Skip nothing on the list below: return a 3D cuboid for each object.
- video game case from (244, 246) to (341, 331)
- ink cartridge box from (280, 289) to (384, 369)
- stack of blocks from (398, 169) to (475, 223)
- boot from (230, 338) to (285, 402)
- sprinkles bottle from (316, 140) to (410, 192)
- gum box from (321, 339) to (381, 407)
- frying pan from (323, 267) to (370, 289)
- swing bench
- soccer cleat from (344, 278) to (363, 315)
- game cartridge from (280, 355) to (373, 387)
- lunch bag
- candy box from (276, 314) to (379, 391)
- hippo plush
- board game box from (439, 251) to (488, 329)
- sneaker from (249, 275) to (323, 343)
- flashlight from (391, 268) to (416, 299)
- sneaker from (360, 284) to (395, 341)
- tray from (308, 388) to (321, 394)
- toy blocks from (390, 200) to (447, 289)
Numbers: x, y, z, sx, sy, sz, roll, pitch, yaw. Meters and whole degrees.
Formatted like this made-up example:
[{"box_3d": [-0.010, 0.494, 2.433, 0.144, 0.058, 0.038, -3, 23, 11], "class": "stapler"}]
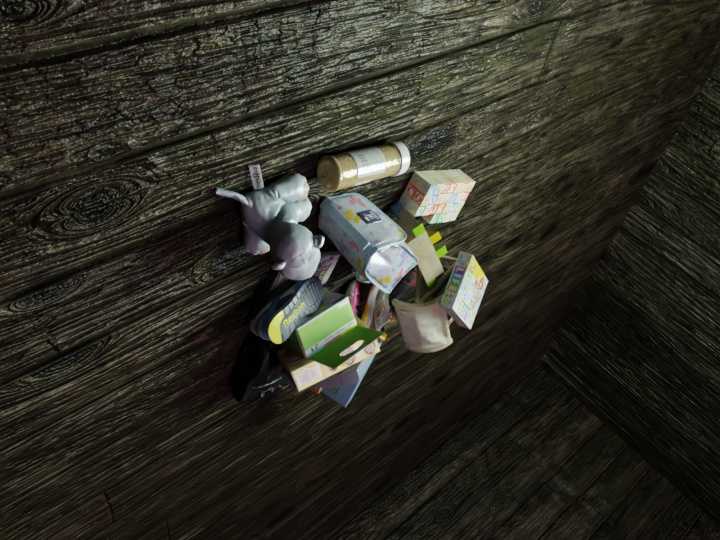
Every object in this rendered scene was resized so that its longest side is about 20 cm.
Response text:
[{"box_3d": [-0.142, 0.037, 1.378, 0.180, 0.025, 0.201, -6, 132, -53], "class": "video game case"}, {"box_3d": [-0.068, 0.118, 1.340, 0.147, 0.199, 0.077, -31, 114, -30], "class": "ink cartridge box"}, {"box_3d": [0.180, -0.176, 1.529, 0.199, 0.059, 0.116, -12, 136, -49], "class": "stack of blocks"}, {"box_3d": [-0.206, 0.214, 1.472, 0.162, 0.073, 0.199, -17, 143, -46], "class": "boot"}, {"box_3d": [0.008, -0.203, 1.231, 0.199, 0.068, 0.069, -21, 143, -41], "class": "sprinkles bottle"}, {"box_3d": [-0.063, 0.213, 1.570, 0.201, 0.169, 0.045, -63, 170, 29], "class": "gum box"}, {"box_3d": [0.007, 0.006, 1.468, 0.189, 0.031, 0.115, -29, 148, 8], "class": "frying pan"}, {"box_3d": [0.182, 0.079, 1.596, 0.201, 0.128, 0.200, -62, 153, -30], "class": "swing bench"}, {"box_3d": [-0.046, 0.115, 1.583, 0.070, 0.085, 0.202, -50, 149, -70], "class": "soccer cleat"}, {"box_3d": [-0.074, 0.210, 1.428, 0.133, 0.198, 0.042, -58, 135, -51], "class": "game cartridge"}, {"box_3d": [0.014, -0.064, 1.311, 0.127, 0.170, 0.200, -47, 153, 4], "class": "lunch bag"}, {"box_3d": [-0.071, 0.176, 1.386, 0.198, 0.115, 0.056, -24, 114, -15], "class": "candy box"}, {"box_3d": [-0.120, -0.077, 1.105, 0.159, 0.161, 0.201, -38, 152, -16], "class": "hippo plush"}, {"box_3d": [0.254, 0.052, 1.545, 0.136, 0.034, 0.200, -67, 153, -9], "class": "board game box"}, {"box_3d": [-0.150, 0.072, 1.316, 0.200, 0.082, 0.075, -42, 122, -45], "class": "sneaker"}, {"box_3d": [0.104, 0.054, 1.730, 0.200, 0.068, 0.068, -48, 128, 8], "class": "flashlight"}, {"box_3d": [0.055, 0.083, 1.567, 0.078, 0.081, 0.202, -53, 160, -67], "class": "sneaker"}, {"box_3d": [-0.108, 0.193, 1.535, 0.037, 0.098, 0.202, -41, 156, -59], "class": "tray"}, {"box_3d": [0.119, -0.068, 1.472, 0.099, 0.137, 0.201, -34, 136, -2], "class": "toy blocks"}]
